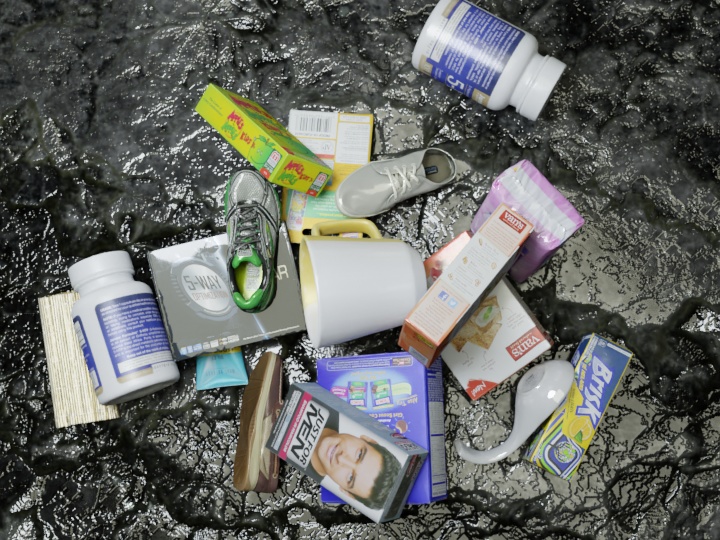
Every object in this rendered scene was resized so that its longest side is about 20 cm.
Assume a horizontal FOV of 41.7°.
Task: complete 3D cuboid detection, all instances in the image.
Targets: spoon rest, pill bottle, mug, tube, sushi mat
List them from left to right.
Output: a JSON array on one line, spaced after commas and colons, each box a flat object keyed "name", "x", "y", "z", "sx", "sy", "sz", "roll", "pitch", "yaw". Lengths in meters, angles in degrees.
[{"name": "sushi mat", "x": -0.418, "y": 0.127, "z": 1.398, "sx": 0.096, "sy": 0.012, "sz": 0.200, "roll": -11, "pitch": 81, "yaw": 2}, {"name": "pill bottle", "x": -0.343, "y": 0.080, "z": 1.347, "sx": 0.120, "sy": 0.120, "sz": 0.200, "roll": -20, "pitch": 82, "yaw": 0}, {"name": "tube", "x": -0.212, "y": 0.071, "z": 1.382, "sx": 0.077, "sy": 0.050, "sz": 0.200, "roll": -7, "pitch": 86, "yaw": 13}, {"name": "mug", "x": 0.002, "y": 0.003, "z": 1.264, "sx": 0.153, "sy": 0.149, "sz": 0.187, "roll": -7, "pitch": 77, "yaw": -10}, {"name": "pill bottle", "x": 0.188, "y": -0.303, "z": 1.367, "sx": 0.200, "sy": 0.120, "sz": 0.120, "roll": 30, "pitch": 84, "yaw": 7}, {"name": "spoon rest", "x": 0.224, "y": 0.201, "z": 1.323, "sx": 0.200, "sy": 0.099, "sz": 0.061, "roll": -43, "pitch": 106, "yaw": 10}]

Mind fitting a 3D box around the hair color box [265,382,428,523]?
[{"name": "hair color box", "x": -0.021, "y": 0.236, "z": 1.247, "sx": 0.200, "sy": 0.061, "sz": 0.099, "roll": 27, "pitch": 98, "yaw": 30}]

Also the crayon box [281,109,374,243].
[{"name": "crayon box", "x": -0.050, "y": -0.132, "z": 1.397, "sx": 0.126, "sy": 0.052, "sz": 0.200, "roll": 4, "pitch": 81, "yaw": 4}]

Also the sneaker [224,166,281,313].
[{"name": "sneaker", "x": -0.144, "y": -0.041, "z": 1.274, "sx": 0.078, "sy": 0.085, "sz": 0.200, "roll": -4, "pitch": 91, "yaw": -1}]

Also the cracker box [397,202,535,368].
[{"name": "cracker box", "x": 0.133, "y": 0.022, "z": 1.208, "sx": 0.058, "sy": 0.134, "sz": 0.200, "roll": 38, "pitch": 76, "yaw": 10}]

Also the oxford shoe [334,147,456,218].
[{"name": "oxford shoe", "x": 0.055, "y": -0.130, "z": 1.356, "sx": 0.200, "sy": 0.058, "sz": 0.075, "roll": -20, "pitch": 93, "yaw": -21}]

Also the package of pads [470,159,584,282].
[{"name": "package of pads", "x": 0.222, "y": -0.065, "z": 1.295, "sx": 0.076, "sy": 0.200, "sz": 0.121, "roll": -38, "pitch": 81, "yaw": -11}]

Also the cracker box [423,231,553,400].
[{"name": "cracker box", "x": 0.158, "y": 0.062, "z": 1.331, "sx": 0.134, "sy": 0.058, "sz": 0.200, "roll": -38, "pitch": 82, "yaw": 13}]

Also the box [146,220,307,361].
[{"name": "box", "x": -0.184, "y": 0.028, "z": 1.339, "sx": 0.200, "sy": 0.044, "sz": 0.160, "roll": -13, "pitch": 91, "yaw": -1}]

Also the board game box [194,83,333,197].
[{"name": "board game box", "x": -0.138, "y": -0.186, "z": 1.342, "sx": 0.200, "sy": 0.102, "sz": 0.048, "roll": 44, "pitch": 108, "yaw": 33}]

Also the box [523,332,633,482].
[{"name": "box", "x": 0.304, "y": 0.190, "z": 1.321, "sx": 0.064, "sy": 0.070, "sz": 0.200, "roll": 27, "pitch": 84, "yaw": 4}]

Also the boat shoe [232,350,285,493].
[{"name": "boat shoe", "x": -0.129, "y": 0.218, "z": 1.350, "sx": 0.072, "sy": 0.072, "sz": 0.200, "roll": 16, "pitch": 70, "yaw": -25}]

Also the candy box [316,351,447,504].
[{"name": "candy box", "x": 0.029, "y": 0.217, "z": 1.301, "sx": 0.169, "sy": 0.077, "sz": 0.200, "roll": -6, "pitch": 79, "yaw": 27}]
